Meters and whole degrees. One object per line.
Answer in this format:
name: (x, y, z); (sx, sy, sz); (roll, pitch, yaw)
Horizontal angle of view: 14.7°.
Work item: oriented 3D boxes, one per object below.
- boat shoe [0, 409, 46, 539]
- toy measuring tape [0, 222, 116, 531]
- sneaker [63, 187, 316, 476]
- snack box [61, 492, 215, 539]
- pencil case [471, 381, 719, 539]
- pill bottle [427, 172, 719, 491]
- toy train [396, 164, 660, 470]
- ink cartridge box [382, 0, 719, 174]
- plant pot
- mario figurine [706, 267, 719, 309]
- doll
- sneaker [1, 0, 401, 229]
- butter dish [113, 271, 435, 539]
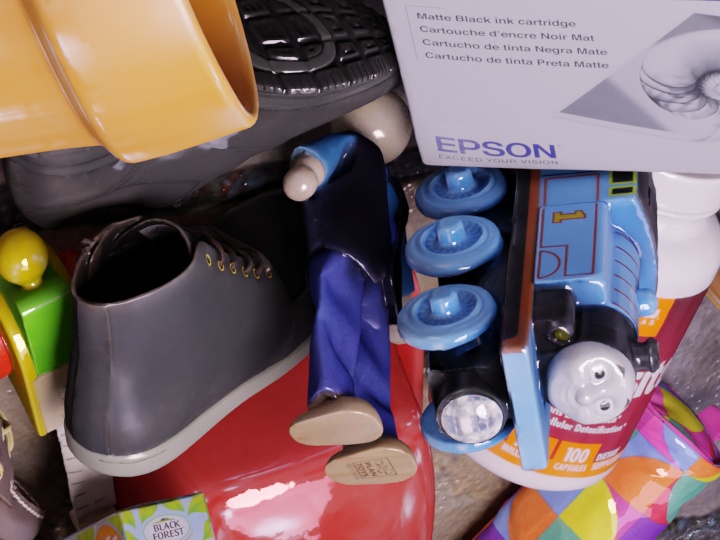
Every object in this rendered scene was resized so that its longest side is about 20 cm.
boat shoe: (-0.200, 0.083, 1.335); (0.060, 0.072, 0.200); (-51, 146, -5)
toy measuring tape: (-0.152, 0.044, 1.333); (0.073, 0.074, 0.200); (-24, 142, -14)
sneaker: (-0.064, 0.000, 1.295); (0.200, 0.075, 0.106); (-49, 153, -42)
snack box: (-0.120, 0.201, 1.380); (0.053, 0.143, 0.200); (-11, 170, -30)
pencil case: (0.128, 0.149, 1.621); (0.200, 0.088, 0.088); (-46, 139, 14)
pill bottle: (0.119, 0.008, 1.452); (0.113, 0.113, 0.200); (-1, 129, -34)
toy train: (0.082, 0.010, 1.292); (0.114, 0.200, 0.087); (-7, 122, 11)
ink cartridge box: (0.111, -0.109, 1.224); (0.199, 0.041, 0.200); (2, 149, 12)
plant pot: (-0.159, -0.122, 1.088); (0.183, 0.201, 0.200); (-19, 140, 5)
mario figurine: (0.260, -0.068, 1.527); (0.200, 0.123, 0.106); (-41, 99, 18)
doll: (0.000, 0.000, 1.312); (0.048, 0.201, 0.137); (-12, 146, 20)
sneaker: (-0.075, -0.075, 1.279); (0.199, 0.076, 0.091); (-14, 146, -15)
butter dish: (-0.032, 0.126, 1.434); (0.199, 0.148, 0.200); (-20, 138, -19)
